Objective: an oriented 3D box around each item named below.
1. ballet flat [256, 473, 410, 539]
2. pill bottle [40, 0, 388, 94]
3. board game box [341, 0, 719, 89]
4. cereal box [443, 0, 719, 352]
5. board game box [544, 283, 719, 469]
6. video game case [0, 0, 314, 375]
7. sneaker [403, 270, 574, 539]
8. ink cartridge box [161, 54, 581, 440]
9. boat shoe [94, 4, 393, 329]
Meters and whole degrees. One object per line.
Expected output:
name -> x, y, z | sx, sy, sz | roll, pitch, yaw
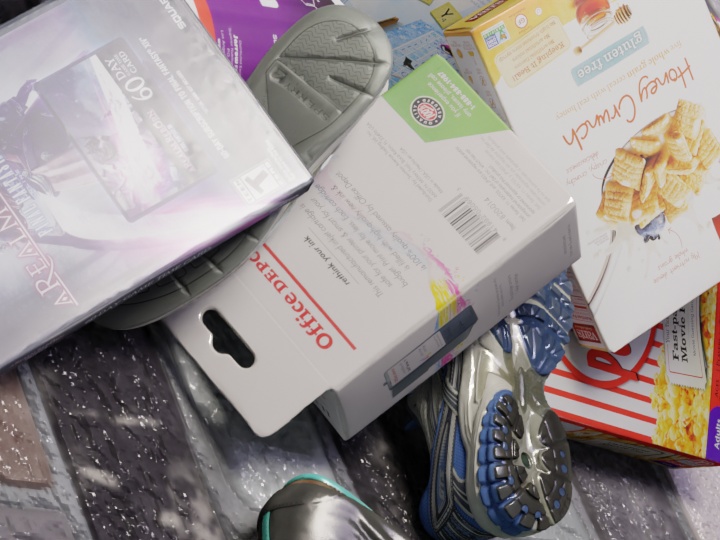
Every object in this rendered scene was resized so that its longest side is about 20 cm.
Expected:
ballet flat -> 0.032, 0.173, 1.269 | 0.199, 0.068, 0.069 | 29, 43, -13
pill bottle -> -0.074, -0.106, 1.399 | 0.199, 0.112, 0.113 | 0, 54, -53
board game box -> 0.078, -0.124, 1.536 | 0.199, 0.199, 0.041 | 35, 31, -23
cereal box -> 0.146, -0.076, 1.464 | 0.143, 0.039, 0.201 | -32, 107, -21
board game box -> 0.139, 0.023, 1.533 | 0.199, 0.046, 0.153 | 16, 73, -42
video game case -> -0.140, -0.050, 1.229 | 0.199, 0.019, 0.143 | -32, 79, -26
sneaker -> 0.058, 0.054, 1.398 | 0.077, 0.085, 0.201 | 32, 48, -34
ink cartridge box -> 0.000, 0.000, 1.337 | 0.117, 0.199, 0.067 | 48, -13, 24
boat shoe -> -0.063, -0.046, 1.301 | 0.074, 0.202, 0.065 | 41, -11, 8
